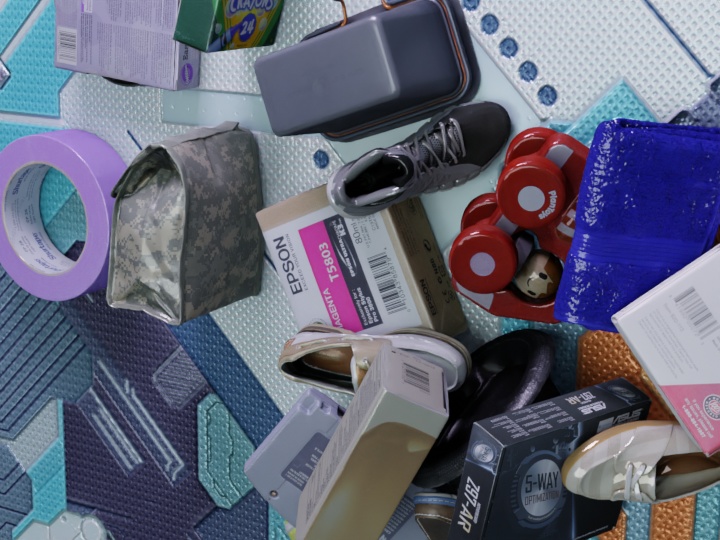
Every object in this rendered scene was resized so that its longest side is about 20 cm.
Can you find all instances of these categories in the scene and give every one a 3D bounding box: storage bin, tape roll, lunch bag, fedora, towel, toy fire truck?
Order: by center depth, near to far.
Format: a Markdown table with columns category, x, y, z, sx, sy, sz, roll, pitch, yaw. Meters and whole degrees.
| category | x | y | z | sx | sy | sz | roll | pitch | yaw |
| --- | --- | --- | --- | --- | --- | --- | --- | --- | --- |
| towel | 0.266 | -0.035 | 1.296 | 0.147 | 0.050 | 0.201 | 3 | 111 | -15 |
| toy fire truck | 0.187 | -0.029 | 1.367 | 0.168 | 0.112 | 0.200 | 32 | 115 | -3 |
| fedora | 0.137 | 0.156 | 1.412 | 0.200 | 0.201 | 0.092 | -32 | 112 | 33 |
| storage bin | -0.005 | -0.208 | 1.417 | 0.199 | 0.134 | 0.146 | -14 | 94 | 32 |
| lunch bag | -0.187 | -0.060 | 1.544 | 0.117 | 0.164 | 0.201 | 15 | 108 | 26 |
| tape roll | -0.360 | -0.067 | 1.707 | 0.199 | 0.066 | 0.201 | 7 | 105 | 29 |

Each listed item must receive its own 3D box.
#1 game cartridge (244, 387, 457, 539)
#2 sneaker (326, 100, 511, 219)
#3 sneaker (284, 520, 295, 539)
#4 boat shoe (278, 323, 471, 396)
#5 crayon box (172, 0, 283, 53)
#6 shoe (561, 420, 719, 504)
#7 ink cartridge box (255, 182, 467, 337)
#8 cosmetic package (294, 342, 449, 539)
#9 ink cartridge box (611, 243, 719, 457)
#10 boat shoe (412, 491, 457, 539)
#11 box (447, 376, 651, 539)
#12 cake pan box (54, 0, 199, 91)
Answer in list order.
| category | x | y | z | sx | sy | sz | roll | pitch | yaw |
| --- | --- | --- | --- | --- | --- | --- | --- | --- | --- |
| game cartridge | -0.014 | 0.225 | 1.465 | 0.200 | 0.041 | 0.133 | 37 | 105 | -11 |
| sneaker | 0.063 | -0.105 | 1.368 | 0.199 | 0.115 | 0.075 | -28 | 92 | -1 |
| sneaker | 0.012 | 0.265 | 1.567 | 0.200 | 0.076 | 0.105 | -36 | 100 | 33 |
| boat shoe | 0.012 | 0.100 | 1.433 | 0.199 | 0.068 | 0.075 | 2 | 111 | 25 |
| crayon box | -0.120 | -0.331 | 1.462 | 0.051 | 0.126 | 0.201 | 25 | 113 | 24 |
| shoe | 0.286 | 0.177 | 1.313 | 0.199 | 0.053 | 0.070 | -11 | 120 | -6 |
| ink cartridge box | 0.000 | 0.000 | 1.499 | 0.164 | 0.075 | 0.201 | -21 | 91 | 32 |
| cosmetic package | 0.010 | 0.184 | 1.374 | 0.071 | 0.105 | 0.201 | 24 | 112 | -9 |
| ink cartridge box | 0.345 | 0.047 | 1.248 | 0.200 | 0.083 | 0.147 | -34 | 86 | 5 |
| boat shoe | 0.111 | 0.287 | 1.417 | 0.072 | 0.200 | 0.073 | -5 | 55 | 37 |
| box | 0.179 | 0.199 | 1.352 | 0.043 | 0.199 | 0.161 | 38 | 127 | 42 |
| cake pan box | -0.263 | -0.307 | 1.601 | 0.183 | 0.052 | 0.201 | 13 | 108 | 30 |
